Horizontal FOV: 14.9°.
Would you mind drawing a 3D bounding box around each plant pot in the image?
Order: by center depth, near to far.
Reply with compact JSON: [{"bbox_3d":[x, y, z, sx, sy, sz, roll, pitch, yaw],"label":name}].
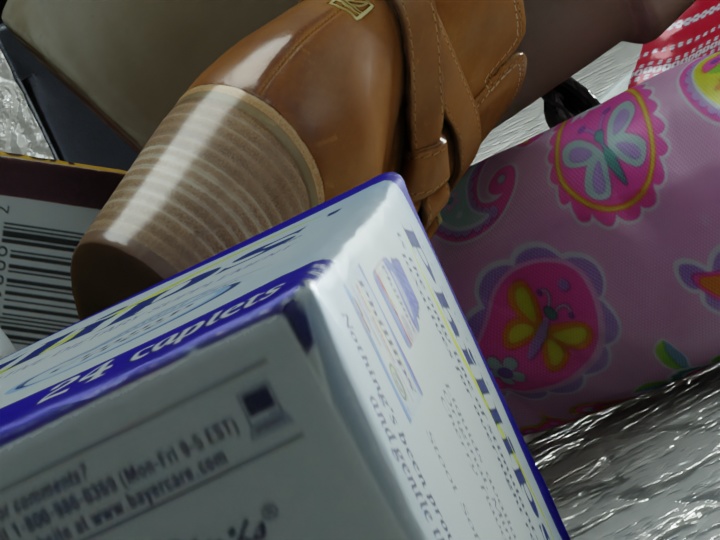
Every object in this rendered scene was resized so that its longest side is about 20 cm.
[{"bbox_3d":[-0.013,-0.103,0.855,0.174,0.200,0.200,-47,6,-3],"label":"plant pot"}]

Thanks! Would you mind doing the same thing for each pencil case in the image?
[{"bbox_3d":[0.082,-0.007,0.800,0.200,0.088,0.087,-25,4,36],"label":"pencil case"}]

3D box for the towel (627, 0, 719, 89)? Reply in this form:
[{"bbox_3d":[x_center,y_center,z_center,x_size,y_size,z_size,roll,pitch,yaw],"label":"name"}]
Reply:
[{"bbox_3d":[0.129,-0.062,0.917,0.144,0.022,0.201,-28,32,48],"label":"towel"}]

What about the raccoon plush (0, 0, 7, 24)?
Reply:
[{"bbox_3d":[-0.138,-0.173,1.096,0.199,0.134,0.097,-26,6,-16],"label":"raccoon plush"}]

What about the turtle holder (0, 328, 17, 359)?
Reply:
[{"bbox_3d":[-0.171,0.054,0.760,0.131,0.142,0.185,-24,18,-31],"label":"turtle holder"}]

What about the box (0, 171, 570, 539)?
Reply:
[{"bbox_3d":[-0.058,0.072,0.564,0.183,0.105,0.200,-25,4,8],"label":"box"}]

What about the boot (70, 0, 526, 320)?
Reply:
[{"bbox_3d":[-0.018,-0.003,0.767,0.155,0.076,0.200,-50,-25,-31],"label":"boot"}]

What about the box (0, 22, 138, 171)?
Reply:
[{"bbox_3d":[-0.050,-0.031,1.118,0.117,0.197,0.200,-25,5,-1],"label":"box"}]

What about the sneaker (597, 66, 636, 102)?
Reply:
[{"bbox_3d":[0.169,-0.070,1.086,0.199,0.073,0.085,-26,2,-4],"label":"sneaker"}]

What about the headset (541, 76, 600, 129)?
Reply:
[{"bbox_3d":[0.000,0.000,0.942,0.200,0.094,0.123,-40,-23,9],"label":"headset"}]

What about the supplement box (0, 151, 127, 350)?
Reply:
[{"bbox_3d":[-0.122,0.038,0.927,0.085,0.111,0.200,9,-14,-9],"label":"supplement box"}]
